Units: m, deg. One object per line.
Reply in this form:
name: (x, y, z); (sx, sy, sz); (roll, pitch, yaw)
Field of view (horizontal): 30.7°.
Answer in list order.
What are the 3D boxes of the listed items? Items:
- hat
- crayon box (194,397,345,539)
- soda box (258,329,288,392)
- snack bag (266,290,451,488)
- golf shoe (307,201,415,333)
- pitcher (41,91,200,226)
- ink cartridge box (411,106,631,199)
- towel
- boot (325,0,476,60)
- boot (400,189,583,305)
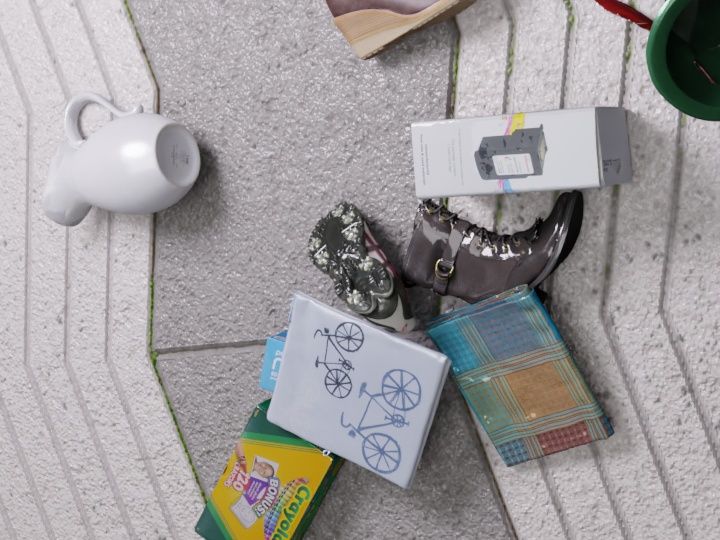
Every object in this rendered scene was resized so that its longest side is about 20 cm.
hat: (0.346, -0.272, 1.361); (0.200, 0.176, 0.166); (31, 112, -24)
crayon box: (-0.110, 0.271, 1.625); (0.119, 0.058, 0.200); (33, 110, 16)
soda box: (-0.016, 0.133, 1.559); (0.200, 0.064, 0.068); (18, 105, 21)
snack bag: (-0.009, 0.138, 1.499); (0.200, 0.021, 0.189); (23, 119, 16)
golf shoe: (0.000, 0.000, 1.498); (0.077, 0.088, 0.200); (-38, 39, 11)
pitcher: (-0.298, -0.150, 1.616); (0.200, 0.121, 0.172); (-8, 80, 35)
ink cartridge box: (0.173, -0.126, 1.389); (0.200, 0.146, 0.083); (-3, 95, 23)
towel: (0.176, 0.121, 1.461); (0.147, 0.022, 0.200); (-23, 104, 33)
boot: (0.038, -0.345, 1.452); (0.200, 0.072, 0.166); (-24, 91, 28)
boot: (0.139, -0.033, 1.461); (0.174, 0.069, 0.200); (31, 111, 16)
